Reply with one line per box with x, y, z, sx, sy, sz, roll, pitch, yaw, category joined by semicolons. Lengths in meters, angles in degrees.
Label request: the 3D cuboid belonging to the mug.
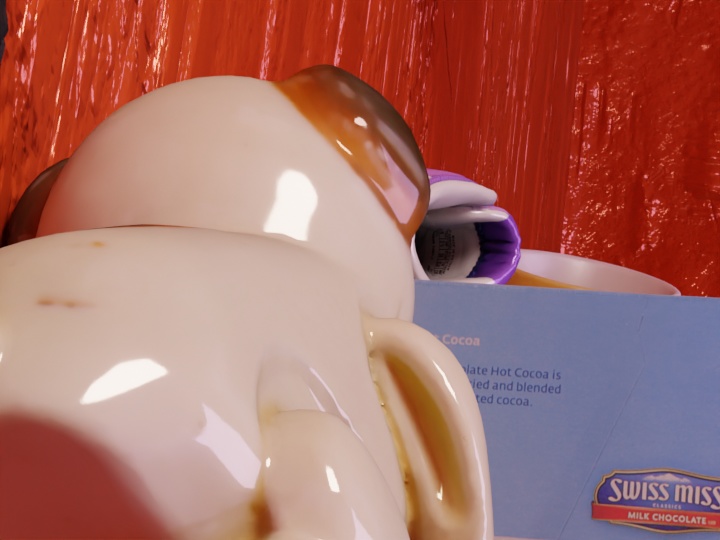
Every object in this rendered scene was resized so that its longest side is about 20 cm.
0.144;0.073;2.091;0.149;0.186;0.154;32;-67;62;mug

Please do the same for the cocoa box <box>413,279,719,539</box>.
0.021;0.078;0.798;0.133;0.199;0.132;64;30;-74;cocoa box

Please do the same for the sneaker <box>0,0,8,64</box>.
-0.090;-0.026;0.442;0.104;0.060;0.201;2;89;-78;sneaker

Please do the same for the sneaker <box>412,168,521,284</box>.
0.000;0.001;0.933;0.200;0.114;0.073;23;70;-83;sneaker

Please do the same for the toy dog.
-0.048;0.031;0.619;0.194;0.139;0.200;53;25;-16;toy dog
